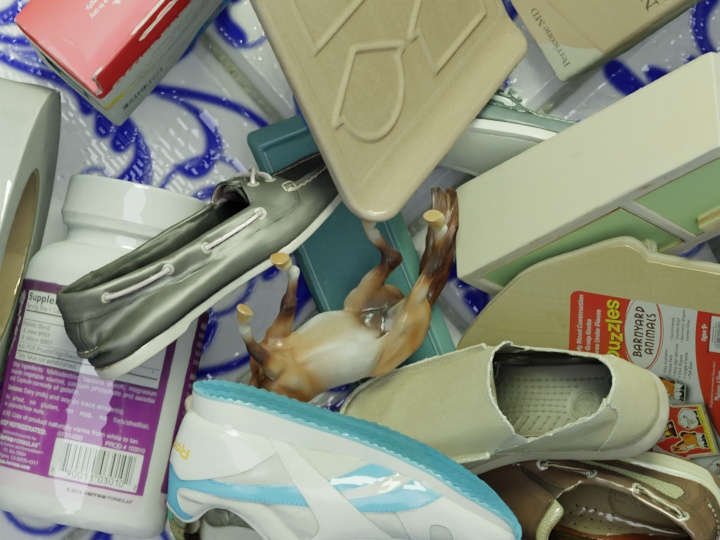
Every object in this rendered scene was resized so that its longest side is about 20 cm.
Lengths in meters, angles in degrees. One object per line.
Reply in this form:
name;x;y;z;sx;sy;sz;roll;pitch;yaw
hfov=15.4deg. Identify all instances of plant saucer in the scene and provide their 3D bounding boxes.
plant saucer;0.000;0.000;1.577;0.070;0.019;0.200;-20;105;9

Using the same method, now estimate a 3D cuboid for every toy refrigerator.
toy refrigerator;0.151;-0.043;1.523;0.076;0.200;0.070;26;51;-38

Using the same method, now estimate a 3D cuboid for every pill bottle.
pill bottle;-0.150;0.049;1.557;0.112;0.112;0.201;12;86;0

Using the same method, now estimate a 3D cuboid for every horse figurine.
horse figurine;-0.013;0.029;1.522;0.200;0.133;0.050;-29;53;-25

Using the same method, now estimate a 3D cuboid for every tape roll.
tape roll;-0.212;-0.011;1.515;0.037;0.203;0.203;13;86;0

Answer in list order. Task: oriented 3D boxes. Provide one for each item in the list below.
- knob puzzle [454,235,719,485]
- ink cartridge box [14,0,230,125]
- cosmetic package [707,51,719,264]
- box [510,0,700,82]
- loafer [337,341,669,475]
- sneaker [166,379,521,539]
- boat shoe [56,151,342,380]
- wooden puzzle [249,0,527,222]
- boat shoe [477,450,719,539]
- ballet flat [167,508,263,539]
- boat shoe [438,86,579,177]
knob puzzle;0.154;0.058;1.558;0.219;0.030;0.220;10;128;13
ink cartridge box;-0.132;-0.156;1.526;0.067;0.200;0.116;41;86;1
cosmetic package;0.260;-0.043;1.588;0.113;0.081;0.200;-26;86;-4
box;0.179;-0.200;1.539;0.078;0.200;0.095;-30;86;-47
loafer;0.074;0.075;1.526;0.199;0.068;0.076;-9;61;16
sneaker;-0.009;0.126;1.470;0.199;0.077;0.081;19;97;-5
boat shoe;-0.085;-0.018;1.493;0.200;0.067;0.057;-40;109;-22
wooden puzzle;0.001;-0.157;1.497;0.185;0.046;0.200;-51;125;-37
boat shoe;0.111;0.132;1.553;0.202;0.075;0.075;6;116;13
ballet flat;-0.015;0.156;1.522;0.199;0.071;0.071;11;86;5
boat shoe;0.076;-0.092;1.591;0.199;0.073;0.062;12;62;3
